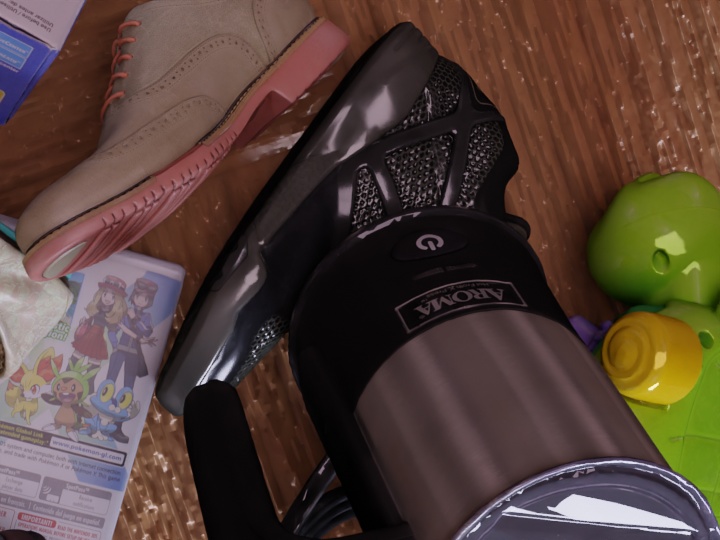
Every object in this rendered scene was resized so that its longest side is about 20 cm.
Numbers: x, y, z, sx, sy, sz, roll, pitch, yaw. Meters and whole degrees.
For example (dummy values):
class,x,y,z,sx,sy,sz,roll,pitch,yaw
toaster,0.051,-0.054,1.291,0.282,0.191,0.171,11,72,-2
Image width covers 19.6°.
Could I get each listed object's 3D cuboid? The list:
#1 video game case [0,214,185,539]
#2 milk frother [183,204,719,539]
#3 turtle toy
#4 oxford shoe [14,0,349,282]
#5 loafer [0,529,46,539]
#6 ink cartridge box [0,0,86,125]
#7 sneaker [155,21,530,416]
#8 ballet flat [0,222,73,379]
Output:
class,x,y,z,sx,sy,sz,roll,pitch,yaw
video game case,-0.194,0.059,0.894,0.200,0.022,0.183,16,88,-14
milk frother,0.037,0.113,0.840,0.180,0.188,0.200,-26,125,-1
turtle toy,0.133,0.055,0.935,0.146,0.101,0.200,15,88,-44
oxford shoe,-0.087,-0.066,0.868,0.074,0.071,0.200,48,45,-4
loafer,-0.136,0.196,0.884,0.063,0.072,0.200,-7,112,-28
ink cartridge box,-0.164,-0.154,0.826,0.136,0.076,0.200,29,57,-13
sneaker,0.000,0.000,0.914,0.114,0.076,0.199,39,77,-6
ballet flat,-0.176,-0.012,0.802,0.062,0.067,0.200,-59,144,-11
